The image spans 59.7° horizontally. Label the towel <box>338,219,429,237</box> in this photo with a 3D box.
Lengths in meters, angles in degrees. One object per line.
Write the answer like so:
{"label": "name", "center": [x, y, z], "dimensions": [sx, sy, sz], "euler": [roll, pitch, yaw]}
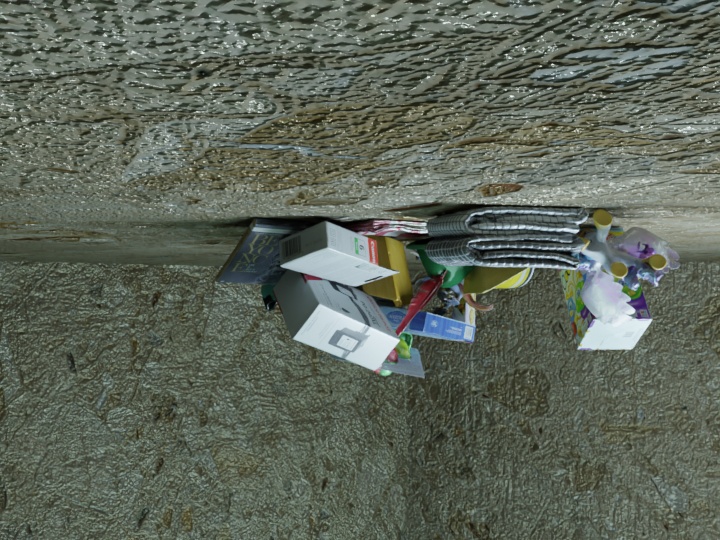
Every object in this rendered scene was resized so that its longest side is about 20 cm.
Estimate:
{"label": "towel", "center": [0.071, -0.070, 1.121], "dimensions": [0.199, 0.023, 0.144], "euler": [1, 179, -29]}

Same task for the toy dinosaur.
{"label": "toy dinosaur", "center": [0.184, 0.012, 1.414], "dimensions": [0.198, 0.183, 0.105], "euler": [13, 142, -12]}

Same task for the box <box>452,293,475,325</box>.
{"label": "box", "center": [0.236, 0.029, 1.423], "dimensions": [0.039, 0.202, 0.041], "euler": [2, 180, 43]}

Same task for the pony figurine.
{"label": "pony figurine", "center": [0.397, -0.018, 0.983], "dimensions": [0.193, 0.167, 0.200], "euler": [39, -176, 4]}

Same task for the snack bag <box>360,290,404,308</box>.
{"label": "snack bag", "center": [-0.032, 0.060, 1.395], "dimensions": [0.199, 0.022, 0.188], "euler": [17, 168, -41]}

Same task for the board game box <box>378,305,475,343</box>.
{"label": "board game box", "center": [0.112, 0.112, 1.348], "dimensions": [0.198, 0.044, 0.199], "euler": [6, 172, 41]}

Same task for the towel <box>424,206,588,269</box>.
{"label": "towel", "center": [0.213, -0.043, 0.936], "dimensions": [0.198, 0.086, 0.166], "euler": [0, 179, -13]}

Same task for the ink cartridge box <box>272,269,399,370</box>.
{"label": "ink cartridge box", "center": [-0.043, 0.082, 1.131], "dimensions": [0.199, 0.084, 0.145], "euler": [27, -161, -36]}

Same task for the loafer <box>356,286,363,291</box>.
{"label": "loafer", "center": [-0.065, 0.001, 1.458], "dimensions": [0.200, 0.072, 0.063], "euler": [38, 177, 43]}

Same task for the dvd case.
{"label": "dvd case", "center": [-0.152, -0.027, 1.101], "dimensions": [0.148, 0.016, 0.200], "euler": [2, 150, -32]}

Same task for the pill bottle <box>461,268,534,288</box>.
{"label": "pill bottle", "center": [0.268, -0.018, 1.339], "dimensions": [0.199, 0.113, 0.112], "euler": [1, 178, -34]}

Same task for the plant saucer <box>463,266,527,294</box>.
{"label": "plant saucer", "center": [0.285, -0.024, 1.180], "dimensions": [0.199, 0.049, 0.200], "euler": [-30, 179, -3]}

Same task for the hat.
{"label": "hat", "center": [0.172, 0.025, 1.170], "dimensions": [0.165, 0.178, 0.199], "euler": [-15, -172, -41]}

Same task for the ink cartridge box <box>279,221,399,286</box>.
{"label": "ink cartridge box", "center": [-0.032, -0.023, 1.079], "dimensions": [0.108, 0.051, 0.199], "euler": [-18, 158, 35]}

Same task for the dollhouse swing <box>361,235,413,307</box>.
{"label": "dollhouse swing", "center": [0.000, 0.000, 1.329], "dimensions": [0.174, 0.183, 0.200], "euler": [-12, 176, 13]}

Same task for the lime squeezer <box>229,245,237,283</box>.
{"label": "lime squeezer", "center": [-0.224, -0.039, 1.346], "dimensions": [0.199, 0.071, 0.038], "euler": [-30, -156, 14]}

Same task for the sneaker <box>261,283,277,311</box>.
{"label": "sneaker", "center": [-0.115, 0.040, 1.265], "dimensions": [0.199, 0.081, 0.071], "euler": [-8, 174, 32]}

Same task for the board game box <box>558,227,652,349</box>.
{"label": "board game box", "center": [0.437, 0.031, 1.144], "dimensions": [0.102, 0.201, 0.105], "euler": [0, 143, 0]}

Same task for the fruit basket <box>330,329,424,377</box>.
{"label": "fruit basket", "center": [0.033, 0.172, 1.269], "dimensions": [0.184, 0.094, 0.200], "euler": [12, -165, -1]}
